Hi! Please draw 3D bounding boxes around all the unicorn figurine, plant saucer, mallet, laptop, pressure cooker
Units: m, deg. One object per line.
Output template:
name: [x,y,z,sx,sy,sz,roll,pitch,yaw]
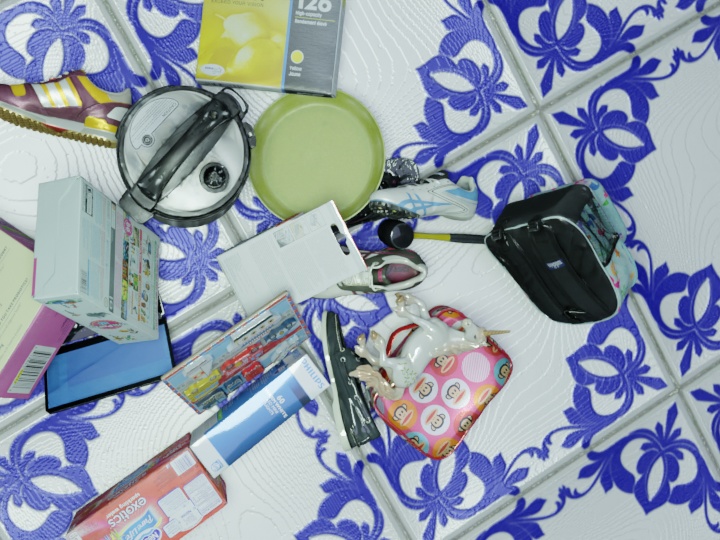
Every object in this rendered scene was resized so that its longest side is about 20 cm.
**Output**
unicorn figurine: [0.086,0.099,1.170,0.137,0.074,0.200,43,99,-9]
plant saucer: [-0.062,-0.159,1.193,0.197,0.031,0.203,0,85,5]
mallet: [0.120,-0.051,1.257,0.198,0.066,0.042,2,98,-26]
laptop: [-0.357,0.063,1.132,0.175,0.103,0.203,-16,96,-10]
pressure cooker: [-0.226,-0.148,1.095,0.176,0.200,0.179,-1,90,-11]

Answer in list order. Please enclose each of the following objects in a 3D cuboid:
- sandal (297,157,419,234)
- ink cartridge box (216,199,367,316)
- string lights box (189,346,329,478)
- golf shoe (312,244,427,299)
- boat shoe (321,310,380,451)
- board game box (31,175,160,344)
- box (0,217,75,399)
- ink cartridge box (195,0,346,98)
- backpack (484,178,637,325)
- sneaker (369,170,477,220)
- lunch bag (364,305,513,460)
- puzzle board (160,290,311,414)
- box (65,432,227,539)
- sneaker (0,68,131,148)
sandal: [0.003,-0.099,1.221,0.199,0.048,0.076,-29,97,-8]
ink cartridge box: [-0.090,-0.015,1.160,0.198,0.050,0.110,-25,98,22]
string lights box: [-0.143,0.194,1.179,0.199,0.103,0.059,-38,97,-7]
golf shoe: [0.000,0.000,1.207,0.197,0.088,0.078,-7,96,-9]
boat shoe: [-0.011,0.150,1.193,0.065,0.075,0.202,-13,68,6]
board game box: [-0.321,-0.006,1.044,0.063,0.200,0.149,-9,68,12]
box: [-0.475,0.036,1.075,0.199,0.097,0.177,30,87,14]
ink cartridge box: [-0.121,-0.351,1.166,0.195,0.047,0.203,6,95,5]
backpack: [0.301,-0.023,1.217,0.151,0.177,0.201,-46,108,-34]
sneaker: [0.090,-0.107,1.202,0.198,0.071,0.074,-3,94,-40]
lunch bag: [0.106,0.155,1.236,0.176,0.082,0.200,41,85,-9]
puzzle board: [-0.163,0.119,1.157,0.199,0.151,0.017,-35,64,-8]
box: [-0.291,0.329,1.161,0.199,0.095,0.100,-35,98,-7]
sneaker: [-0.408,-0.231,1.129,0.198,0.075,0.091,15,82,-18]
